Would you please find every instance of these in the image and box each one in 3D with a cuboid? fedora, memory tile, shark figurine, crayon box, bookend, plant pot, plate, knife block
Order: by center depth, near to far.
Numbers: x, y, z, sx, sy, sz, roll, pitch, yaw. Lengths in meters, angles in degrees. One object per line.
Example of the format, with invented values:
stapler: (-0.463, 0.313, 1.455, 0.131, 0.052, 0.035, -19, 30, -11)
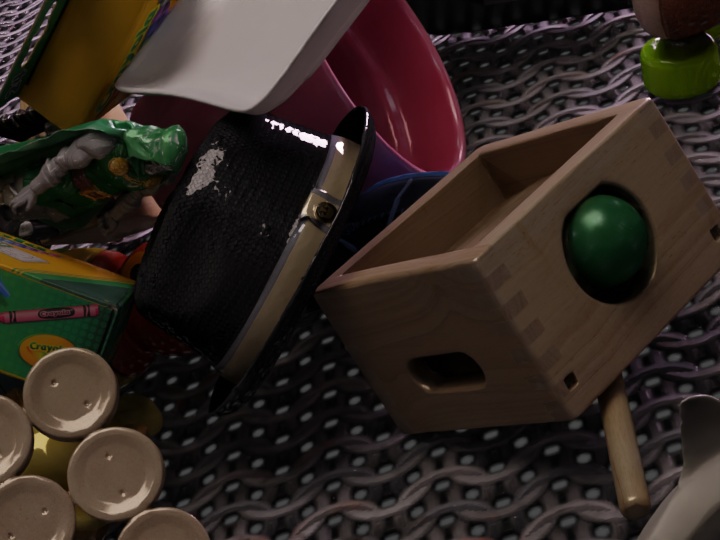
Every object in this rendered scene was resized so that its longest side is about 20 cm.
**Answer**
shark figurine: (0.155, 0.107, 0.800, 0.214, 0.090, 0.128, -37, 30, -27)
memory tile: (-0.155, 0.149, 0.892, 0.153, 0.200, 0.017, -30, -16, -10)
crayon box: (-0.232, 0.005, 0.991, 0.200, 0.058, 0.119, 20, 5, -4)
fedora: (-0.071, -0.020, 1.021, 0.201, 0.092, 0.201, -60, 8, 15)
plate: (-0.044, -0.171, 1.066, 0.200, 0.032, 0.200, -53, 30, -12)
crayon box: (-0.152, -0.169, 1.163, 0.126, 0.052, 0.200, -55, -3, 35)
plant pot: (-0.054, -0.108, 1.230, 0.179, 0.200, 0.200, -29, 24, 24)
knife block: (-0.193, -0.048, 1.243, 0.064, 0.200, 0.176, -18, 44, 10)
bookend: (0.091, -0.244, 1.335, 0.199, 0.092, 0.200, -3, -2, 34)

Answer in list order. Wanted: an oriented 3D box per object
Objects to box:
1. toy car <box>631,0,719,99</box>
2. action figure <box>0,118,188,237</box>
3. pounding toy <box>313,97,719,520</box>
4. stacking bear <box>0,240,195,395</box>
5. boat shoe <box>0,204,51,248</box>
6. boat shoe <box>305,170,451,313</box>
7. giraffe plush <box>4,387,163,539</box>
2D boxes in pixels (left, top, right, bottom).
toy car: (0.288, -0.220, 1.195, 0.200, 0.164, 0.158, 0, 35, 20)
action figure: (-0.168, -0.052, 1.038, 0.200, 0.118, 0.055, -16, 65, 45)
pounding toy: (0.102, 0.022, 0.949, 0.184, 0.142, 0.200, -41, 16, -30)
stacking bear: (-0.177, 0.031, 1.141, 0.200, 0.114, 0.122, -14, 58, 20)
boat shoe: (-0.257, -0.029, 1.289, 0.066, 0.072, 0.201, -52, 9, -9)
boat shoe: (0.000, 0.000, 1.124, 0.200, 0.084, 0.069, -24, 31, 36)
giraffe plush: (-0.201, 0.110, 1.001, 0.162, 0.200, 0.173, 11, 60, 8)
